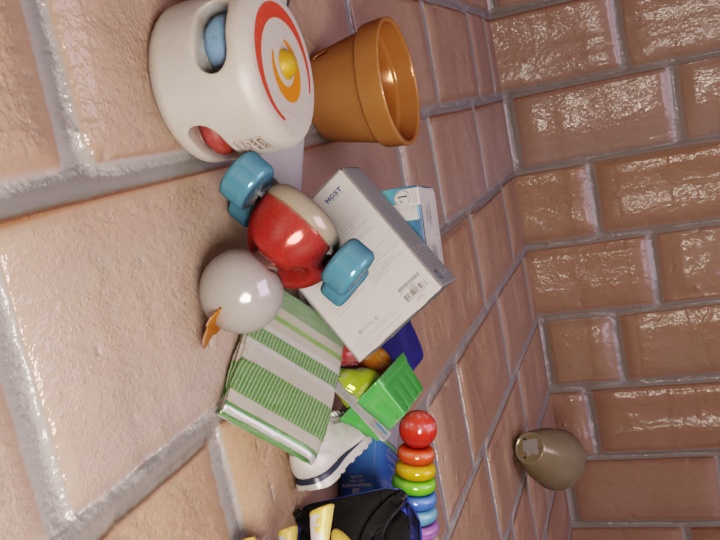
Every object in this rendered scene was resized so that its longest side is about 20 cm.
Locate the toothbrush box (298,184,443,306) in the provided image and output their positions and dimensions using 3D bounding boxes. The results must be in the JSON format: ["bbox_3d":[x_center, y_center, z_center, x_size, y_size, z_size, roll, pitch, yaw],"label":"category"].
[{"bbox_3d":[0.009,-0.033,1.148,0.085,0.199,0.148,-6,89,-68],"label":"toothbrush box"}]

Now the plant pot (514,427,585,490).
[{"bbox_3d":[0.549,0.549,2.425,0.200,0.186,0.188,31,53,-46],"label":"plant pot"}]

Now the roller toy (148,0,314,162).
[{"bbox_3d":[-0.135,-0.219,0.917,0.183,0.139,0.201,-63,141,-56],"label":"roller toy"}]

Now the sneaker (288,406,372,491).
[{"bbox_3d":[-0.040,0.223,1.116,0.081,0.076,0.200,69,21,-8],"label":"sneaker"}]

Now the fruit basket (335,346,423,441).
[{"bbox_3d":[-0.014,0.139,1.141,0.200,0.094,0.185,38,21,7],"label":"fruit basket"}]

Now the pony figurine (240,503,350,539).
[{"bbox_3d":[-0.067,0.379,0.868,0.167,0.192,0.201,40,28,-65],"label":"pony figurine"}]

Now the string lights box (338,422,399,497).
[{"bbox_3d":[0.014,0.314,1.237,0.103,0.059,0.201,51,37,-54],"label":"string lights box"}]

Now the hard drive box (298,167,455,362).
[{"bbox_3d":[-0.001,-0.010,1.059,0.200,0.156,0.077,50,21,7],"label":"hard drive box"}]

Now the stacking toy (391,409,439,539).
[{"bbox_3d":[0.079,0.297,1.152,0.085,0.085,0.201,-14,111,-69],"label":"stacking toy"}]

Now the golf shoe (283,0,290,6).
[{"bbox_3d":[-0.136,-0.382,1.065,0.200,0.077,0.089,-27,115,-67],"label":"golf shoe"}]

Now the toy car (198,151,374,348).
[{"bbox_3d":[-0.118,0.008,0.924,0.200,0.184,0.177,-49,176,-10],"label":"toy car"}]

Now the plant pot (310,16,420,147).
[{"bbox_3d":[-0.001,-0.288,1.292,0.200,0.139,0.202,-8,90,-70],"label":"plant pot"}]

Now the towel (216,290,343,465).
[{"bbox_3d":[-0.092,0.120,0.992,0.152,0.023,0.201,34,43,-25],"label":"towel"}]

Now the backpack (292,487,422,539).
[{"bbox_3d":[0.017,0.404,1.020,0.201,0.162,0.168,-95,163,-47],"label":"backpack"}]

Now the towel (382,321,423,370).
[{"bbox_3d":[0.048,0.125,1.416,0.200,0.049,0.149,-33,107,-67],"label":"towel"}]

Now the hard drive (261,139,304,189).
[{"bbox_3d":[-0.115,-0.206,1.123,0.132,0.026,0.201,46,41,-57],"label":"hard drive"}]
